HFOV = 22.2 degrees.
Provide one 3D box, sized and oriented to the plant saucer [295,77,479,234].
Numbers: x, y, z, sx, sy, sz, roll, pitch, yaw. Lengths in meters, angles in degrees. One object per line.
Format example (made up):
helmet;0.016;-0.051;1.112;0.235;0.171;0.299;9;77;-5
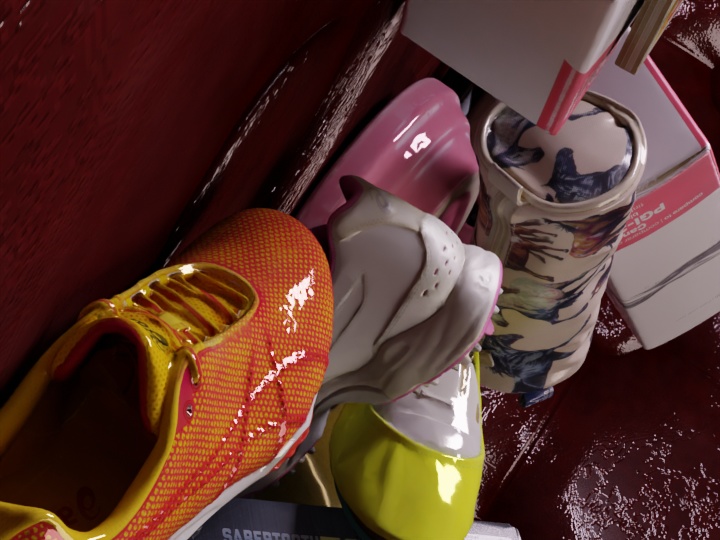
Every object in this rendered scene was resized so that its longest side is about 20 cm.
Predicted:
plant saucer;0.000;0.000;0.920;0.201;0.051;0.201;-53;171;-13

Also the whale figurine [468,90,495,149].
whale figurine;0.120;-0.081;1.365;0.159;0.103;0.200;-55;175;-25

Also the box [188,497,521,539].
box;-0.045;0.165;0.797;0.051;0.199;0.158;-103;-148;-41

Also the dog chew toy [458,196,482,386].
dog chew toy;0.072;-0.003;1.111;0.125;0.124;0.200;-56;168;-11

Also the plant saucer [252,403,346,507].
plant saucer;-0.050;0.131;0.932;0.200;0.049;0.200;-40;176;23

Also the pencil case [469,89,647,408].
pencil case;0.085;-0.010;0.902;0.089;0.078;0.200;-45;161;-24

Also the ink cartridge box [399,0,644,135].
ink cartridge box;0.105;-0.173;0.710;0.200;0.085;0.146;-54;174;-15

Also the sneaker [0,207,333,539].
sneaker;-0.055;0.034;0.548;0.200;0.073;0.077;-56;166;-51

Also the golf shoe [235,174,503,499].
golf shoe;-0.036;0.030;0.766;0.200;0.091;0.076;-36;-153;28

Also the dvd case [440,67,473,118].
dvd case;0.007;-0.024;1.095;0.201;0.017;0.143;-56;176;-4

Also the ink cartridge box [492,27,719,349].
ink cartridge box;0.148;-0.059;1.060;0.083;0.147;0.200;-31;151;4

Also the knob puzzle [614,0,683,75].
knob puzzle;0.174;-0.182;0.682;0.220;0.030;0.220;-57;173;-11

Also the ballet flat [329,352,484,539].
ballet flat;0.027;0.058;0.809;0.200;0.066;0.067;-76;-172;-74
